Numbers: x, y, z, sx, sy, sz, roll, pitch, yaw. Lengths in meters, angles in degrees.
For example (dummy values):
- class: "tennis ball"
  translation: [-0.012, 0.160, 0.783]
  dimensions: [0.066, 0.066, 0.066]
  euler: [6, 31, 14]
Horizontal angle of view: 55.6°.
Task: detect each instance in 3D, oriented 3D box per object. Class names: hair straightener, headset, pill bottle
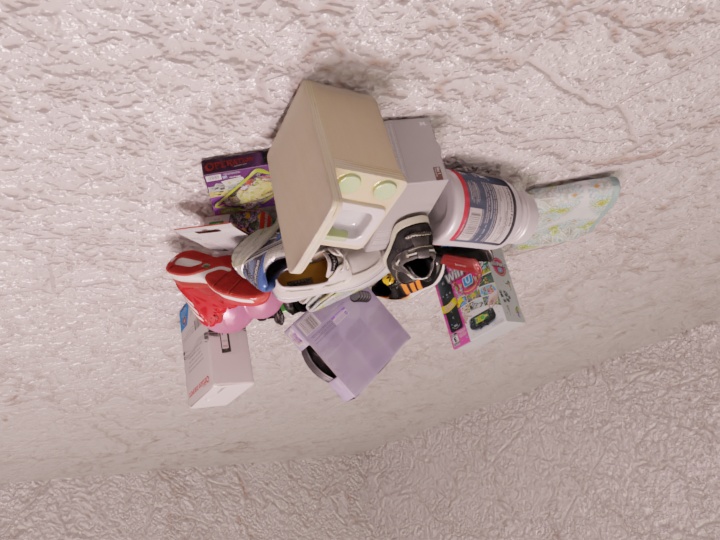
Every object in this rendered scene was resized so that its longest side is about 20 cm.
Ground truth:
- class: "hair straightener"
  translation: [0.167, -0.035, 1.240]
  dimensions: [0.077, 0.041, 0.199]
  euler: [-43, -156, -24]
- class: "headset"
  translation: [-0.155, 0.072, 1.344]
  dimensions: [0.122, 0.095, 0.200]
  euler: [-12, 169, -4]
- class: "pill bottle"
  translation: [0.189, -0.095, 1.111]
  dimensions: [0.199, 0.121, 0.119]
  euler: [4, 152, -36]

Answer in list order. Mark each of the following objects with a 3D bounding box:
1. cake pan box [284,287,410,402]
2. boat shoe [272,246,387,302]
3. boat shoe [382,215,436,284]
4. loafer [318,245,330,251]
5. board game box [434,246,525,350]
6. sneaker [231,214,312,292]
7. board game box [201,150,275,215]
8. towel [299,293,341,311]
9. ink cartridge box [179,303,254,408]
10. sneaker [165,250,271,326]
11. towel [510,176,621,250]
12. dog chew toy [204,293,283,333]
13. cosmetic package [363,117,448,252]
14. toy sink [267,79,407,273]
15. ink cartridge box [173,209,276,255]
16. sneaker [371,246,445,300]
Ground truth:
- class: "cake pan box"
  translation: [-0.023, 0.127, 1.328]
  dimensions: [0.200, 0.184, 0.052]
  euler: [-44, 180, -35]
- class: "boat shoe"
  translation: [-0.044, -0.005, 1.073]
  dimensions: [0.198, 0.072, 0.070]
  euler: [-14, 165, -12]
- class: "boat shoe"
  translation: [0.078, -0.013, 1.041]
  dimensions: [0.071, 0.068, 0.200]
  euler: [-20, 162, -8]
- class: "loafer"
  translation: [-0.047, -0.061, 1.134]
  dimensions: [0.069, 0.071, 0.200]
  euler: [-8, 165, -26]
- class: "board game box"
  translation: [0.220, 0.035, 1.327]
  dimensions: [0.064, 0.202, 0.147]
  euler: [6, 150, -39]
- class: "sneaker"
  translation: [-0.088, -0.046, 0.978]
  dimensions: [0.200, 0.085, 0.077]
  euler: [-45, 150, 4]
- class: "board game box"
  translation: [-0.118, -0.131, 0.973]
  dimensions: [0.198, 0.033, 0.120]
  euler: [-10, 155, -8]
- class: "towel"
  translation: [0.000, 0.000, 1.240]
  dimensions: [0.199, 0.048, 0.171]
  euler: [-24, 172, -40]
- class: "ink cartridge box"
  translation: [-0.279, 0.146, 1.308]
  dimensions: [0.084, 0.202, 0.146]
  euler: [2, 154, -33]
- class: "sneaker"
  translation: [-0.207, 0.039, 1.074]
  dimensions: [0.199, 0.078, 0.116]
  euler: [18, 141, 33]
- class: "towel"
  translation: [0.378, -0.105, 1.289]
  dimensions: [0.170, 0.049, 0.200]
  euler: [-12, 157, -5]
- class: "dog chew toy"
  translation: [-0.190, 0.034, 1.198]
  dimensions: [0.198, 0.126, 0.125]
  euler: [-17, 158, 2]
- class: "cosmetic package"
  translation: [0.051, -0.119, 0.993]
  dimensions: [0.089, 0.108, 0.200]
  euler: [-9, 156, -13]
- class: "toy sink"
  translation: [-0.028, -0.105, 0.822]
  dimensions: [0.111, 0.201, 0.131]
  euler: [7, 140, -28]
- class: "ink cartridge box"
  translation: [-0.179, -0.056, 1.052]
  dimensions: [0.108, 0.051, 0.200]
  euler: [-4, 162, 26]
- class: "sneaker"
  translation: [0.093, 0.011, 1.370]
  dimensions: [0.089, 0.071, 0.200]
  euler: [-4, 158, -28]
